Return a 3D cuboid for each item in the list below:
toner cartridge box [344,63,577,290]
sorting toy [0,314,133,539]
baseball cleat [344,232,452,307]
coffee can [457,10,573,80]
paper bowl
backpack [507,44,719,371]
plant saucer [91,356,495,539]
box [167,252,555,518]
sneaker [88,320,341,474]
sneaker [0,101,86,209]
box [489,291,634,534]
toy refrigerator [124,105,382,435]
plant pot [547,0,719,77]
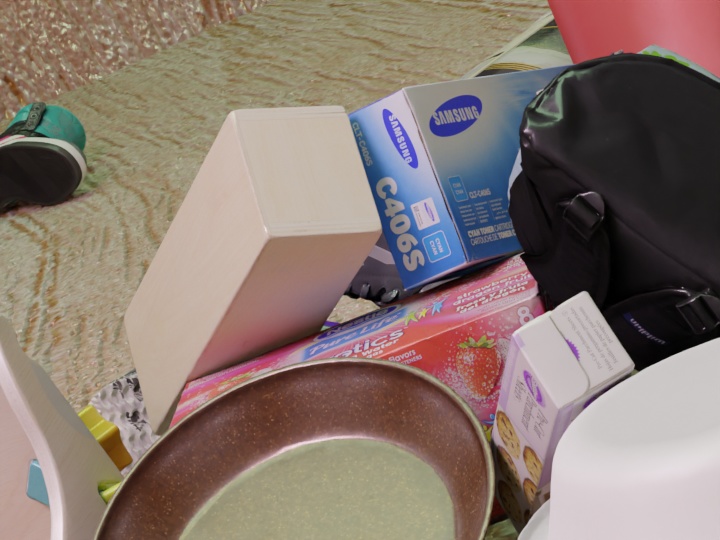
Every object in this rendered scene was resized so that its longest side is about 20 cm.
[{"bbox_3d":[0.073,-0.052,1.470,0.043,0.095,0.200,-24,-5,32],"label":"toner cartridge box"},{"bbox_3d":[-0.161,0.101,1.411,0.107,0.180,0.200,-31,15,-19],"label":"sorting toy"},{"bbox_3d":[0.000,0.000,1.551,0.199,0.107,0.070,-22,-6,14],"label":"baseball cleat"},{"bbox_3d":[0.104,-0.060,1.675,0.146,0.147,0.200,-13,17,38],"label":"coffee can"},{"bbox_3d":[0.155,0.091,1.098,0.200,0.105,0.201,-21,12,5],"label":"paper bowl"},{"bbox_3d":[0.141,-0.021,1.271,0.154,0.163,0.200,-51,-6,-24],"label":"backpack"},{"bbox_3d":[-0.028,0.126,1.276,0.200,0.037,0.201,-15,42,14],"label":"plant saucer"},{"bbox_3d":[0.016,0.077,1.392,0.199,0.100,0.096,-22,13,9],"label":"box"},{"bbox_3d":[-0.055,0.058,1.597,0.200,0.070,0.099,-12,10,32],"label":"sneaker"},{"bbox_3d":[-0.305,-0.114,2.739,0.200,0.084,0.121,-10,28,49],"label":"sneaker"},{"bbox_3d":[0.084,0.068,1.230,0.039,0.042,0.200,-29,-17,-12],"label":"box"},{"bbox_3d":[-0.056,0.003,1.439,0.070,0.076,0.200,-4,-30,-24],"label":"toy refrigerator"},{"bbox_3d":[0.211,-0.119,1.569,0.200,0.178,0.200,-11,-13,-2],"label":"plant pot"}]
